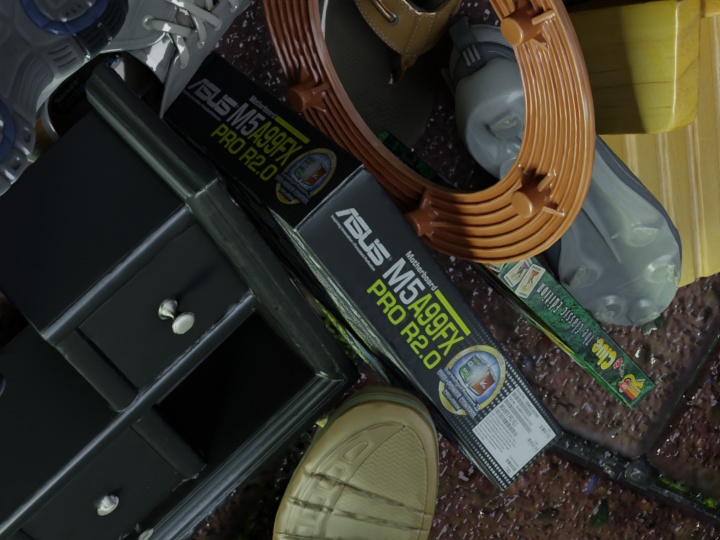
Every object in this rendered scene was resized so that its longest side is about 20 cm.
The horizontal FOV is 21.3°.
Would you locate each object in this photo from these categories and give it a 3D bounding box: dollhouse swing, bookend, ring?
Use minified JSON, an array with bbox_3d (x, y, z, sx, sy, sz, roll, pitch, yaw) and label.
[{"bbox_3d":[0.222,-0.081,1.023,0.199,0.181,0.177,-19,101,-23],"label":"dollhouse swing"},{"bbox_3d":[-0.125,0.047,0.873,0.199,0.092,0.200,-42,147,-7],"label":"bookend"},{"bbox_3d":[0.020,-0.090,0.826,0.019,0.200,0.202,-32,126,-31],"label":"ring"}]

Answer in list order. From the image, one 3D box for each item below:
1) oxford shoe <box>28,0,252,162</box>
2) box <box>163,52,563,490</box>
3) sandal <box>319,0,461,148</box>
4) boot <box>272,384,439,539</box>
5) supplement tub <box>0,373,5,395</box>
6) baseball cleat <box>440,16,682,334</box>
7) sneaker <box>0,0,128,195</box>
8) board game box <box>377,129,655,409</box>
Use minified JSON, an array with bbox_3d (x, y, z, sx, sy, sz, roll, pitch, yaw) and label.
[{"bbox_3d":[-0.085,-0.124,0.879,0.200,0.058,0.075,-50,124,-4],"label":"oxford shoe"},{"bbox_3d":[0.000,0.000,0.924,0.044,0.160,0.200,-42,126,-5],"label":"box"},{"bbox_3d":[0.024,-0.150,0.932,0.080,0.054,0.201,1,112,-31],"label":"sandal"},{"bbox_3d":[0.000,0.109,0.973,0.072,0.155,0.201,15,123,1],"label":"boot"},{"bbox_3d":[-0.241,0.007,0.776,0.200,0.107,0.107,43,88,-14],"label":"supplement tub"},{"bbox_3d":[0.105,-0.055,0.972,0.069,0.107,0.200,-26,136,12],"label":"baseball cleat"},{"bbox_3d":[-0.169,-0.064,0.788,0.075,0.087,0.200,48,42,-10],"label":"sneaker"},{"bbox_3d":[0.079,0.004,0.973,0.023,0.105,0.200,-50,145,-1],"label":"board game box"}]
